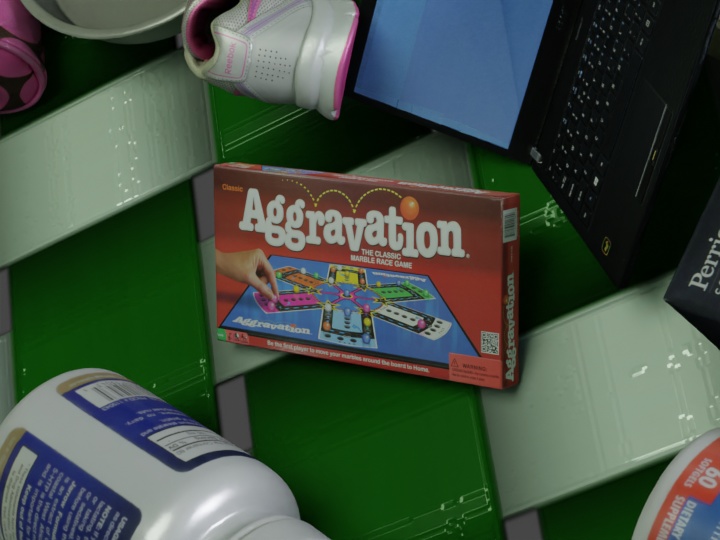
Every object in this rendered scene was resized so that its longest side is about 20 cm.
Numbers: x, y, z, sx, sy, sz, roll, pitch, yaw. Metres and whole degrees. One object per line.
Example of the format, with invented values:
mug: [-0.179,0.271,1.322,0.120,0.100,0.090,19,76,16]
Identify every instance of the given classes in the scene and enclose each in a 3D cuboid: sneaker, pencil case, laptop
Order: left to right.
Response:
pencil case: [-0.264,-0.198,1.486,0.093,0.091,0.201,-7,56,-8]
sneaker: [-0.060,-0.148,1.276,0.200,0.088,0.082,-121,41,-70]
laptop: [0.083,-0.119,1.142,0.200,0.103,0.178,-118,37,-52]

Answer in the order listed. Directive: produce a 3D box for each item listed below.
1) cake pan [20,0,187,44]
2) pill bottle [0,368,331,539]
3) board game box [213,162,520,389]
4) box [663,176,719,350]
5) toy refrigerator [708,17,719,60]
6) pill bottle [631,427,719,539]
cake pan: [-0.134,-0.229,1.426,0.199,0.037,0.201,-11,62,22]
pill bottle: [-0.102,0.142,1.186,0.200,0.120,0.120,28,85,40]
board game box: [0.000,0.000,1.218,0.199,0.019,0.104,8,103,37]
box: [0.277,-0.025,1.007,0.199,0.117,0.197,20,80,40]
toy refrigerator: [0.165,-0.174,1.186,0.200,0.070,0.076,34,89,40]
pill bottle: [0.223,0.150,0.962,0.199,0.112,0.113,20,81,39]
